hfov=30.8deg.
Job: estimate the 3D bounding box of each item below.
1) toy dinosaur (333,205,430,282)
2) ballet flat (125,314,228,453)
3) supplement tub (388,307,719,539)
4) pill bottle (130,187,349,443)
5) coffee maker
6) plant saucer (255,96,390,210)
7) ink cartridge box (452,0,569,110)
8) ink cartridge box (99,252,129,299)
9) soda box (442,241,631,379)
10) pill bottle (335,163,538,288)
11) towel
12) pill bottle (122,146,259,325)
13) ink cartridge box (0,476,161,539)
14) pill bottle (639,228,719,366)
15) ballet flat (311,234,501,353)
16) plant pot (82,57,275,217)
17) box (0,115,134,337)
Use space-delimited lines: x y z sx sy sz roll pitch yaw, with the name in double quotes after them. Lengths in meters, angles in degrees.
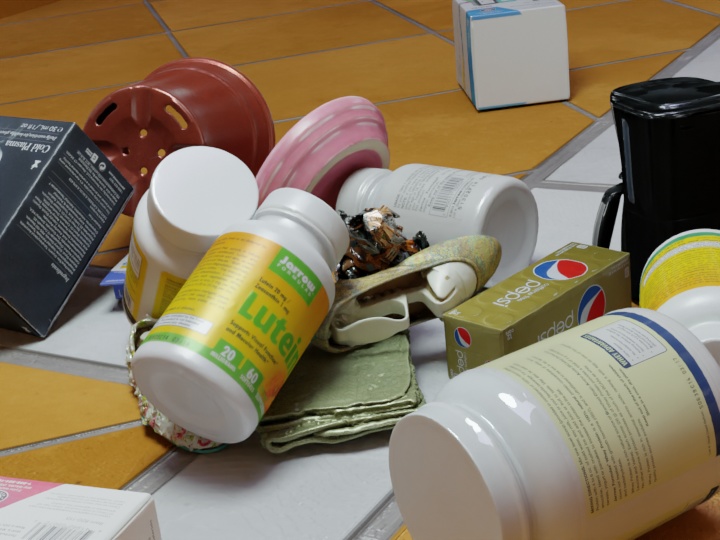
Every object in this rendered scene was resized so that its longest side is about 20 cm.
0.000 0.000 1.220 0.135 0.200 0.102 -11 49 2 "toy dinosaur"
-0.167 0.094 1.138 0.075 0.064 0.200 -18 24 -22 "ballet flat"
0.134 0.119 0.867 0.200 0.145 0.145 -19 24 -29 "supplement tub"
-0.089 0.030 1.064 0.111 0.111 0.200 8 51 33 "pill bottle"
0.315 -0.070 1.219 0.134 0.201 0.192 -23 26 -34 "coffee maker"
-0.037 -0.095 1.439 0.051 0.201 0.200 41 44 24 "plant saucer"
0.230 -0.349 2.034 0.146 0.146 0.200 -7 21 -2 "ink cartridge box"
-0.195 -0.010 1.445 0.119 0.042 0.200 -2 19 13 "ink cartridge box"
0.163 0.039 1.175 0.068 0.064 0.200 13 29 41 "soda box"
0.075 -0.052 1.366 0.200 0.115 0.114 13 28 40 "pill bottle"
-0.022 0.094 1.130 0.148 0.037 0.200 -8 22 -2 "towel"
-0.156 -0.018 1.206 0.114 0.200 0.115 7 58 -11 "pill bottle"
-0.234 0.216 0.818 0.146 0.083 0.200 3 23 23 "ink cartridge box"
0.280 0.050 1.044 0.112 0.113 0.200 -2 22 12 "pill bottle"
0.043 0.025 1.147 0.199 0.071 0.071 -17 23 -13 "ballet flat"
-0.221 -0.146 1.530 0.200 0.201 0.195 -2 10 12 "plant pot"
-0.384 -0.053 1.389 0.200 0.124 0.197 8 61 35 "box"
